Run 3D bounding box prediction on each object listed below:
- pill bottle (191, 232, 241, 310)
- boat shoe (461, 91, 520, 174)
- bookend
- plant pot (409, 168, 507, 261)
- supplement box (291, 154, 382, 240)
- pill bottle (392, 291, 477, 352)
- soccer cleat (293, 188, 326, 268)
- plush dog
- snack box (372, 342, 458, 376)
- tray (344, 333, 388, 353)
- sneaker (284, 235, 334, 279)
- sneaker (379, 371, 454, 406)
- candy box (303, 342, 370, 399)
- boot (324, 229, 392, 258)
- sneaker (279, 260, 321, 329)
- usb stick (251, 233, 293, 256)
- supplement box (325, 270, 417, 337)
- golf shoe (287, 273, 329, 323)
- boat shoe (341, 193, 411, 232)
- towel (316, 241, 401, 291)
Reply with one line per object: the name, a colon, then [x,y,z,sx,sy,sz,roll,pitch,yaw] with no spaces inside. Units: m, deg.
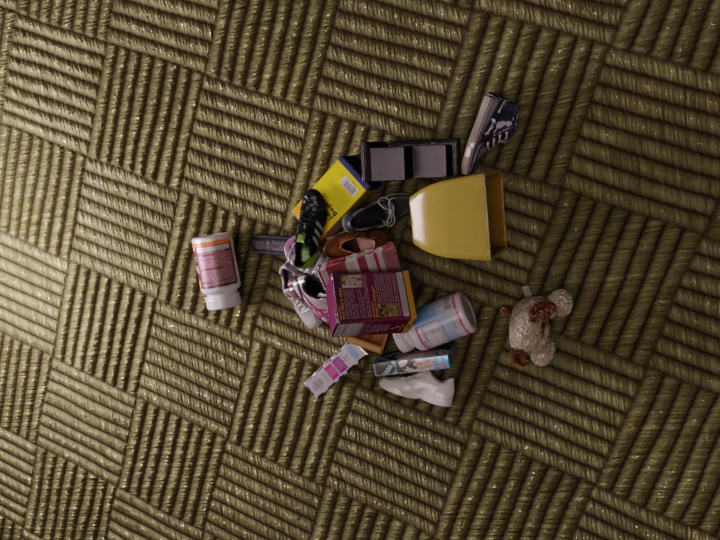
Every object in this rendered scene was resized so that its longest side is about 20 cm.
pill bottle: [-0.395,0.001,1.881,0.113,0.114,0.202,-6,97,19]
boat shoe: [0.310,-0.314,1.600,0.092,0.075,0.202,21,99,15]
bookend: [0.123,-0.265,1.611,0.197,0.200,0.093,1,101,19]
plant pot: [0.228,-0.131,1.612,0.198,0.194,0.197,-1,100,24]
supplement box: [-0.060,-0.187,1.735,0.110,0.109,0.200,47,110,5]
pill bottle: [0.185,0.137,1.712,0.199,0.109,0.110,-23,92,21]
soccer cleat: [-0.128,-0.100,1.673,0.067,0.081,0.202,12,104,17]
plush dog: [0.400,0.130,1.604,0.159,0.172,0.202,21,107,14]
snack box: [0.143,0.228,1.739,0.198,0.116,0.037,-9,97,20]
tray: [0.038,0.102,1.721,0.098,0.037,0.201,18,62,4]
sneaker: [-0.111,-0.015,1.780,0.199,0.088,0.081,33,86,10]
sneaker: [0.150,0.293,1.782,0.198,0.075,0.089,11,91,11]
candy box: [-0.045,0.240,1.795,0.061,0.136,0.200,47,111,4]
boot: [-0.025,-0.065,1.721,0.198,0.155,0.074,-15,95,20]
sneaker: [-0.171,0.070,1.829,0.075,0.092,0.201,-23,92,22]
usb stick: [-0.207,-0.067,1.849,0.198,0.033,0.056,5,95,18]
supplement box: [0.024,0.082,1.645,0.198,0.103,0.132,-1,64,-13]
golf shoe: [-0.097,0.081,1.772,0.199,0.092,0.073,36,67,-24]
boat shoe: [0.051,-0.144,1.682,0.198,0.062,0.076,-15,100,-17]
towel: [0.000,0.000,1.669,0.198,0.144,0.023,-16,57,2]
